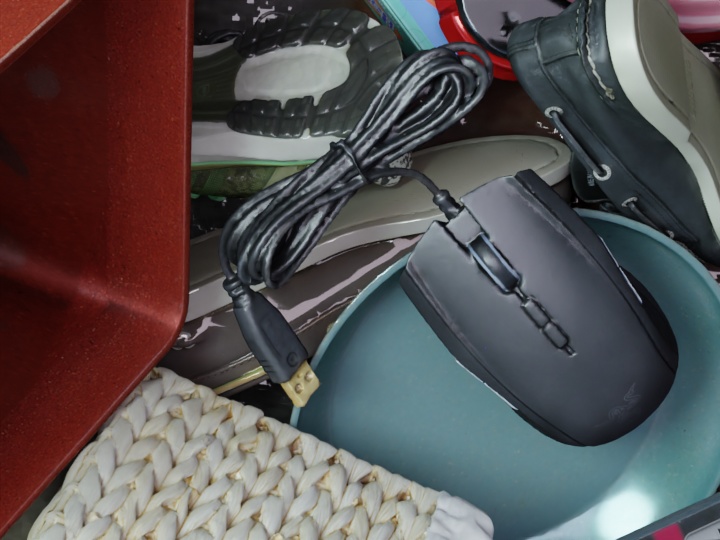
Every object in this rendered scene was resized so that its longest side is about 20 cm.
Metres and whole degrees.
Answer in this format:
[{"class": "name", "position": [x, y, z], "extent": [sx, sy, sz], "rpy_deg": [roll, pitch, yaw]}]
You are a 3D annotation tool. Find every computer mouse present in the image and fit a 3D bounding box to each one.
[{"class": "computer mouse", "position": [0.038, 0.023, 1.013], "extent": [0.140, 0.046, 0.200], "rpy_deg": [-36, 121, 2]}]

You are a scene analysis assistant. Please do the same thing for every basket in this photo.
[{"class": "basket", "position": [-0.073, 0.173, 1.003], "extent": [0.160, 0.200, 0.199], "rpy_deg": [29, 121, 0]}]

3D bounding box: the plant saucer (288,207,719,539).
[{"class": "plant saucer", "position": [0.062, 0.057, 1.087], "extent": [0.199, 0.036, 0.201], "rpy_deg": [-7, 119, -13]}]

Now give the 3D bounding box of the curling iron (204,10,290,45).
[{"class": "curling iron", "position": [-0.112, -0.107, 1.105], "extent": [0.199, 0.026, 0.050], "rpy_deg": [17, 124, -1]}]

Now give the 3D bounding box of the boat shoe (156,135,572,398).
[{"class": "boat shoe", "position": [0.000, 0.000, 1.099], "extent": [0.199, 0.072, 0.060], "rpy_deg": [-21, 113, -10]}]

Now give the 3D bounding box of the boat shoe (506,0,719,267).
[{"class": "boat shoe", "position": [0.113, -0.051, 1.065], "extent": [0.066, 0.199, 0.075], "rpy_deg": [-10, 67, 21]}]

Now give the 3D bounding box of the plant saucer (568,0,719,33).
[{"class": "plant saucer", "position": [0.133, -0.197, 1.044], "extent": [0.199, 0.051, 0.202], "rpy_deg": [0, 89, -5]}]

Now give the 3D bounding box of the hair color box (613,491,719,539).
[{"class": "hair color box", "position": [0.175, 0.133, 1.067], "extent": [0.199, 0.061, 0.100], "rpy_deg": [-19, 84, -34]}]

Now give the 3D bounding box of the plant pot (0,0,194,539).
[{"class": "plant pot", "position": [-0.183, -0.029, 0.920], "extent": [0.175, 0.200, 0.201], "rpy_deg": [20, 132, 18]}]

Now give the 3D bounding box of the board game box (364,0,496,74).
[{"class": "board game box", "position": [0.070, -0.189, 1.111], "extent": [0.200, 0.045, 0.152], "rpy_deg": [-37, 94, -4]}]

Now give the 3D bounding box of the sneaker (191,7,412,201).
[{"class": "sneaker", "position": [-0.067, -0.049, 1.086], "extent": [0.199, 0.089, 0.077], "rpy_deg": [-2, 57, 20]}]

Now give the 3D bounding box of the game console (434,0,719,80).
[{"class": "game console", "position": [0.118, -0.180, 1.082], "extent": [0.199, 0.031, 0.178], "rpy_deg": [-12, 89, -6]}]
